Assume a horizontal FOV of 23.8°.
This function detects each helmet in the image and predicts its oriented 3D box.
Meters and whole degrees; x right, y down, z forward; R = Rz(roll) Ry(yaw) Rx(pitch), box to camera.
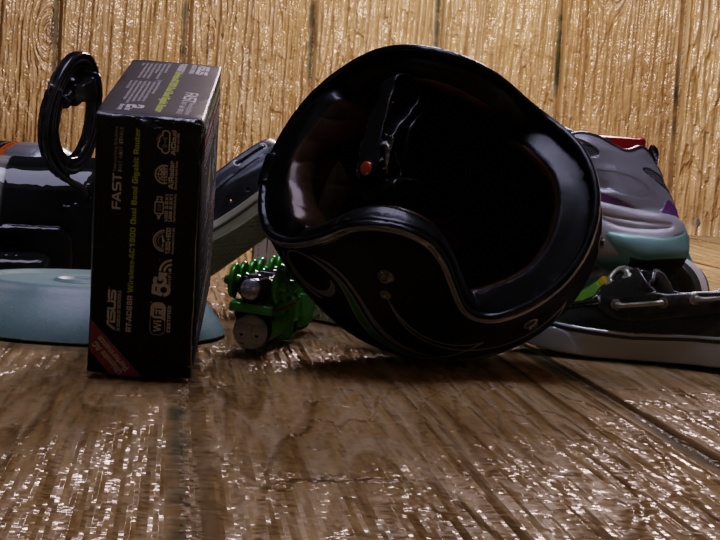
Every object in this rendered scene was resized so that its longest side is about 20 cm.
[{"bbox_3d":[0.051,-0.033,1.103,0.190,0.201,0.200,34,-14,-33],"label":"helmet"}]

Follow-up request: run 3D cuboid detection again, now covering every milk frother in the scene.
[{"bbox_3d":[-0.297,-0.078,1.360,0.187,0.201,0.181,3,8,-4],"label":"milk frother"}]

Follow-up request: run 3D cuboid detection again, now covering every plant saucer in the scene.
[{"bbox_3d":[-0.192,0.022,1.187,0.199,0.036,0.200,4,4,0],"label":"plant saucer"}]

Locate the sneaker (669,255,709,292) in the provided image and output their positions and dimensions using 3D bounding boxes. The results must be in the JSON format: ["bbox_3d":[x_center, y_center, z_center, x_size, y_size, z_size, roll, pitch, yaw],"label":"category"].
[{"bbox_3d":[0.256,0.007,1.491,0.120,0.084,0.200,-11,10,-33],"label":"sneaker"}]

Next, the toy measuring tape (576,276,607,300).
[{"bbox_3d":[0.166,0.006,1.339,0.073,0.074,0.200,7,-8,38],"label":"toy measuring tape"}]

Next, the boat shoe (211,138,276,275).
[{"bbox_3d":[-0.127,-0.036,1.323,0.199,0.062,0.075,-33,-21,-12],"label":"boat shoe"}]

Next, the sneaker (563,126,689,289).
[{"bbox_3d":[0.132,-0.052,1.252,0.199,0.141,0.078,-6,-22,-12],"label":"sneaker"}]

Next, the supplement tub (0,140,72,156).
[{"bbox_3d":[-0.375,-0.068,1.673,0.199,0.123,0.122,5,4,25],"label":"supplement tub"}]

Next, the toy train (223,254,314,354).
[{"bbox_3d":[-0.059,0.021,1.167,0.041,0.057,0.200,8,4,7],"label":"toy train"}]

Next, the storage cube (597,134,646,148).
[{"bbox_3d":[0.242,-0.087,2.102,0.178,0.172,0.200,4,4,-1],"label":"storage cube"}]

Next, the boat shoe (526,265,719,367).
[{"bbox_3d":[0.198,0.030,1.198,0.199,0.064,0.071,4,4,23],"label":"boat shoe"}]

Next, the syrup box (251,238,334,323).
[{"bbox_3d":[0.000,0.000,1.345,0.081,0.079,0.199,1,5,-39],"label":"syrup box"}]

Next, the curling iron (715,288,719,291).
[{"bbox_3d":[0.357,0.028,1.583,0.049,0.026,0.200,-35,-15,20],"label":"curling iron"}]

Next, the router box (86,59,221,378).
[{"bbox_3d":[-0.121,-0.037,1.029,0.062,0.151,0.200,4,15,-3],"label":"router box"}]
